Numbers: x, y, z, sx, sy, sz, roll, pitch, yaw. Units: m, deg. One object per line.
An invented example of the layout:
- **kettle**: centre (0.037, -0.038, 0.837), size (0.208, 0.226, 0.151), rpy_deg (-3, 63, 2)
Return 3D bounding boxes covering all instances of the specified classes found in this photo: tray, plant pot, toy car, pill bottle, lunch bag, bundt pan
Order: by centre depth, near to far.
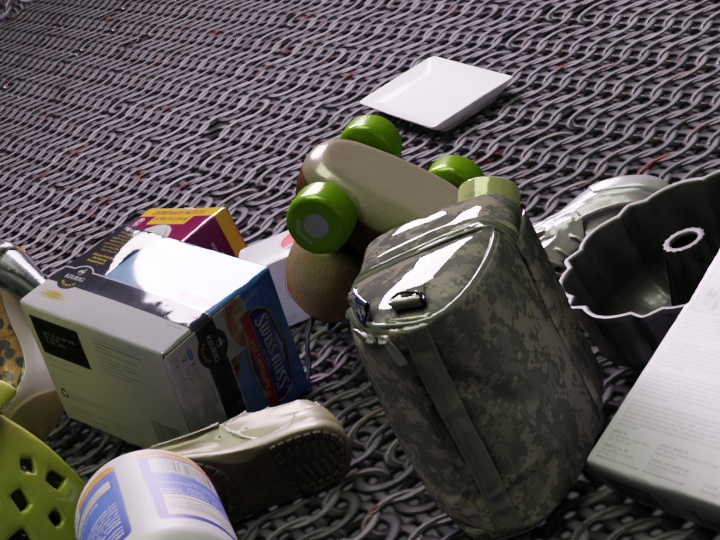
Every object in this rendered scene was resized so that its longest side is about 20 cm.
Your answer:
- **lunch bag**: centre (0.076, 0.068, 1.322), size (0.138, 0.201, 0.168), rpy_deg (-20, 22, 16)
- **pill bottle**: centre (-0.137, 0.214, 1.360), size (0.111, 0.113, 0.200), rpy_deg (-28, 23, -4)
- **bundt pan**: centre (0.251, 0.007, 1.417), size (0.201, 0.076, 0.202), rpy_deg (-24, 22, 10)
- **plant pot**: centre (-0.352, 0.198, 1.542), size (0.199, 0.182, 0.199), rpy_deg (-6, 30, 40)
- **toy car**: centre (0.000, 0.000, 1.637), size (0.157, 0.201, 0.164), rpy_deg (26, 34, 5)
- **tray**: centre (0.083, -0.189, 2.103), size (0.107, 0.022, 0.200), rpy_deg (-34, 23, -13)

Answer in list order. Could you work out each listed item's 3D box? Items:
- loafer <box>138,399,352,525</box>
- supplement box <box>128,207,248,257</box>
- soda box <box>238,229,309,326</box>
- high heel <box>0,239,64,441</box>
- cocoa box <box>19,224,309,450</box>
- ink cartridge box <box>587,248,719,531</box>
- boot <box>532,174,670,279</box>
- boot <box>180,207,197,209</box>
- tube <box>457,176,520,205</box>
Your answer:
- **loafer**: centre (-0.101, 0.154, 1.508), size (0.198, 0.076, 0.068), rpy_deg (-14, 23, 7)
- **supplement box**: centre (-0.209, 0.034, 1.837), size (0.130, 0.104, 0.200), rpy_deg (1, 36, 48)
- **soda box**: centre (-0.013, -0.015, 1.770), size (0.199, 0.068, 0.064), rpy_deg (-22, 23, 12)
- **high heel**: centre (-0.327, 0.078, 1.764), size (0.071, 0.201, 0.142), rpy_deg (0, 26, -44)
- **cocoa box**: centre (-0.167, 0.063, 1.645), size (0.199, 0.134, 0.131), rpy_deg (16, 44, 42)
- **ink cartridge box**: centre (0.255, 0.070, 1.236), size (0.200, 0.057, 0.162), rpy_deg (-53, 28, -14)
- **boot**: centre (0.166, -0.003, 1.563), size (0.199, 0.074, 0.096), rpy_deg (-25, 27, 27)
- **boot**: centre (-0.248, -0.006, 2.005), size (0.199, 0.073, 0.090), rpy_deg (-36, 30, -18)
- **tube**: centre (0.099, 0.024, 1.504), size (0.058, 0.051, 0.202), rpy_deg (125, 152, -61)
